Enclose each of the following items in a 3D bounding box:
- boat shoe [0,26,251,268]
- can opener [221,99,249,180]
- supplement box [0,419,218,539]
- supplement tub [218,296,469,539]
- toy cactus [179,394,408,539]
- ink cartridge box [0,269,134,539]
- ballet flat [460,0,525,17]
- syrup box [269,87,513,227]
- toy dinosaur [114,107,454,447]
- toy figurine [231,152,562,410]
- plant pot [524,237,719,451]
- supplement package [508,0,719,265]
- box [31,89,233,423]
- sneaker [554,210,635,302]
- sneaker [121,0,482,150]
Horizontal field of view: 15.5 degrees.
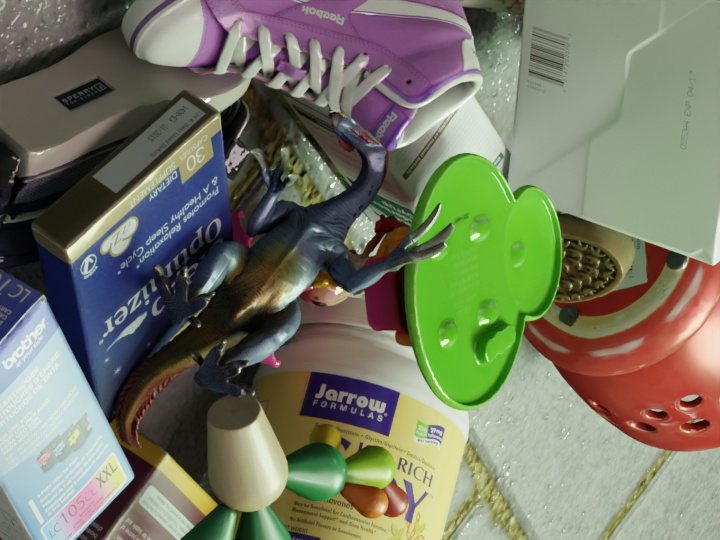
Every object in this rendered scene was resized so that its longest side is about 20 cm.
[{"bbox_3d":[-0.146,-0.069,1.453,0.200,0.075,0.093,-23,146,-42],"label":"boat shoe"},{"bbox_3d":[-0.131,-0.023,1.535,0.067,0.053,0.200,33,87,-27],"label":"can opener"},{"bbox_3d":[-0.182,0.190,1.581,0.200,0.085,0.110,-54,149,-11],"label":"supplement box"},{"bbox_3d":[-0.012,0.132,1.681,0.145,0.145,0.201,51,49,-57],"label":"supplement tub"},{"bbox_3d":[-0.061,0.136,1.520,0.199,0.102,0.165,-26,132,-20],"label":"toy cactus"},{"bbox_3d":[-0.212,0.050,1.374,0.076,0.136,0.200,-49,147,-21],"label":"ink cartridge box"},{"bbox_3d":[0.068,-0.202,1.661,0.064,0.076,0.200,-34,148,17],"label":"ballet flat"},{"bbox_3d":[0.027,-0.085,1.667,0.082,0.079,0.200,-54,148,-11],"label":"syrup box"},{"bbox_3d":[-0.051,-0.016,1.476,0.105,0.200,0.182,54,39,-11],"label":"toy dinosaur"},{"bbox_3d":[0.000,0.000,1.606,0.200,0.183,0.151,-25,112,-57],"label":"toy figurine"},{"bbox_3d":[0.211,0.012,1.910,0.182,0.200,0.201,32,88,-50],"label":"plant pot"},{"bbox_3d":[0.191,-0.133,1.659,0.111,0.155,0.201,-34,136,-47],"label":"supplement package"},{"bbox_3d":[-0.119,0.007,1.458,0.121,0.032,0.200,-44,154,-27],"label":"box"},{"bbox_3d":[0.119,-0.026,1.772,0.067,0.200,0.090,47,57,-20],"label":"sneaker"},{"bbox_3d":[-0.024,-0.116,1.439,0.200,0.115,0.073,-9,151,-24],"label":"sneaker"}]
